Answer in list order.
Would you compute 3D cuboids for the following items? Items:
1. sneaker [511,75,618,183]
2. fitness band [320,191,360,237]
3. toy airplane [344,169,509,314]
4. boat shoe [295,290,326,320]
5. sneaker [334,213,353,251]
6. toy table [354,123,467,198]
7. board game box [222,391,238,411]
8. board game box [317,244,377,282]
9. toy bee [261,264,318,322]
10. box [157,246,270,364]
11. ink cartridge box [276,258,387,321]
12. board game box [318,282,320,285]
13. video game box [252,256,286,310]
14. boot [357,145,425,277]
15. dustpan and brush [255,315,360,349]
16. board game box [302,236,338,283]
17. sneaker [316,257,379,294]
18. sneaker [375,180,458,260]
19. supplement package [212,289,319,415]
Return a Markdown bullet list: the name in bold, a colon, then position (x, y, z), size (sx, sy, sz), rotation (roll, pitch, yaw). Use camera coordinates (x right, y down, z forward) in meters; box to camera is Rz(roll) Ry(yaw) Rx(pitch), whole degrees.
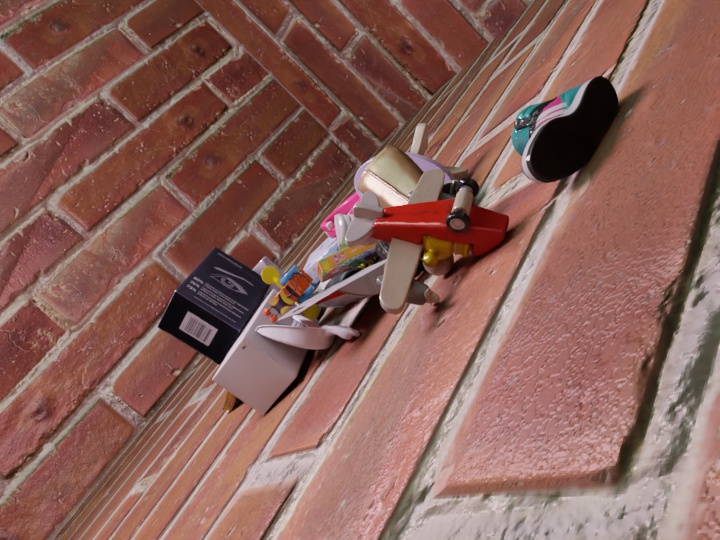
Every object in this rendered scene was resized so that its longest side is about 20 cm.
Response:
- **sneaker**: position (0.239, -0.169, 0.823), size (0.200, 0.084, 0.121), rotation (-44, 12, -29)
- **fitness band**: position (-0.029, -0.139, 1.482), size (0.144, 0.037, 0.200), rotation (-45, 11, -6)
- **toy airplane**: position (0.080, -0.044, 0.865), size (0.199, 0.141, 0.199), rotation (-35, 42, -5)
- **boat shoe**: position (-0.136, 0.122, 1.350), size (0.202, 0.072, 0.060), rotation (-51, -14, 22)
- **sneaker**: position (-0.005, -0.079, 1.241), size (0.088, 0.076, 0.200), rotation (-10, 5, -6)
- **toy table**: position (0.102, -0.181, 1.228), size (0.117, 0.199, 0.185), rotation (-48, -27, -54)
- **board game box**: position (-0.263, 0.237, 1.412), size (0.096, 0.030, 0.200), rotation (-57, -3, -42)
- **board game box**: position (0.013, -0.039, 1.180), size (0.199, 0.030, 0.096), rotation (-29, -9, -10)
- **toy bee**: position (-0.143, 0.042, 1.204), size (0.109, 0.131, 0.200), rotation (-47, -17, -2)
- **box**: position (-0.290, 0.067, 1.283), size (0.105, 0.147, 0.200), rotation (-55, 5, 29)
- **ink cartridge box**: position (-0.030, 0.047, 1.071), size (0.199, 0.050, 0.162), rotation (-32, 4, -23)
- **board game box**: position (-0.016, -0.026, 1.463), size (0.200, 0.045, 0.152), rotation (-48, 10, -9)
- **video game box**: position (-0.215, 0.099, 1.431), size (0.200, 0.182, 0.047), rotation (-44, 7, 16)
- **boot**: position (0.058, -0.092, 1.033), size (0.175, 0.066, 0.200), rotation (-44, 51, 0)
- **dustpan and brush**: position (-0.073, 0.106, 1.096), size (0.199, 0.139, 0.058), rotation (17, 98, 46)
- **board game box**: position (-0.049, -0.064, 1.490), size (0.199, 0.043, 0.200), rotation (-42, 10, 13)
- **sneaker**: position (0.000, 0.000, 1.274), size (0.084, 0.075, 0.200), rotation (3, 51, 55)
- **sneaker**: position (0.112, -0.081, 1.098), size (0.200, 0.079, 0.089), rotation (-38, 2, 19)
- **supplement package**: position (-0.176, 0.152, 1.214), size (0.120, 0.121, 0.200), rotation (-50, 8, 24)
